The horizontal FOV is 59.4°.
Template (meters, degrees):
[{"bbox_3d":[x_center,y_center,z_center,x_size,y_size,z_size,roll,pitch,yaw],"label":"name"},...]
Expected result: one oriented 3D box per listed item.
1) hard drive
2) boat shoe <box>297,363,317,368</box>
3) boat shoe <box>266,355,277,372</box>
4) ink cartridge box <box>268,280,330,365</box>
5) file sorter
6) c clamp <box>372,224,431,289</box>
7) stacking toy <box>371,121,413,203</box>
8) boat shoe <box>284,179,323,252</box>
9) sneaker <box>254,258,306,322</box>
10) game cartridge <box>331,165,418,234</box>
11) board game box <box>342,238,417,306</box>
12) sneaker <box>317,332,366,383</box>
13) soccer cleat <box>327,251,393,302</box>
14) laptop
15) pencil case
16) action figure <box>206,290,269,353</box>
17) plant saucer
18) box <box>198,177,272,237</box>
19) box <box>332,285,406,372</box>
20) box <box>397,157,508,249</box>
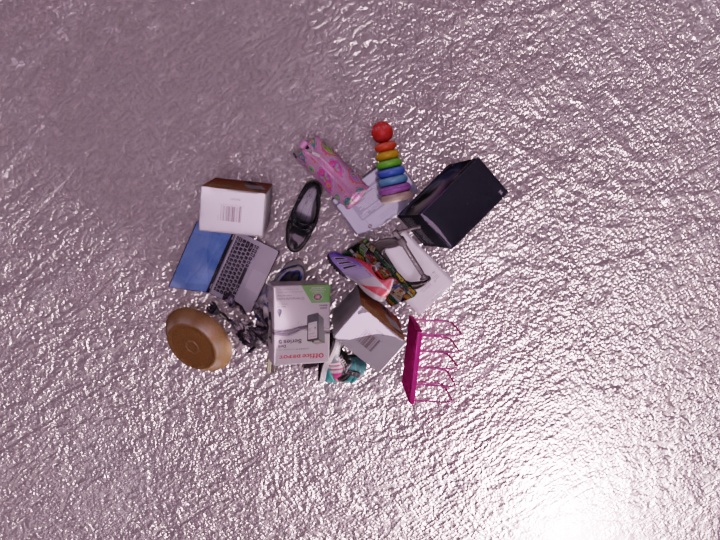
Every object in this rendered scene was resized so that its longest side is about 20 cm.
[{"bbox_3d":[0.137,0.005,1.695,0.132,0.027,0.200,-44,103,7],"label":"hard drive"},{"bbox_3d":[-0.127,0.170,1.699,0.057,0.067,0.200,7,108,-22],"label":"boat shoe"},{"bbox_3d":[-0.201,0.186,1.688,0.065,0.073,0.200,17,101,-3],"label":"boat shoe"},{"bbox_3d":[-0.154,0.130,1.579,0.145,0.084,0.200,-1,97,-17],"label":"ink cartridge box"},{"bbox_3d":[0.191,0.240,1.696,0.125,0.139,0.200,4,103,-6],"label":"file sorter"},{"bbox_3d":[0.114,-0.024,1.599,0.171,0.027,0.200,-4,129,38],"label":"c clamp"},{"bbox_3d":[0.073,-0.271,1.569,0.085,0.085,0.200,-12,98,-1],"label":"stacking toy"},{"bbox_3d":[-0.145,-0.135,1.621,0.074,0.066,0.199,24,100,-9],"label":"boat shoe"},{"bbox_3d":[-0.217,0.057,1.650,0.075,0.088,0.200,33,100,-12],"label":"sneaker"},{"bbox_3d":[0.043,-0.189,1.639,0.200,0.040,0.133,-35,99,4],"label":"game cartridge"},{"bbox_3d":[0.049,0.007,1.657,0.200,0.105,0.023,46,56,-12],"label":"board game box"},{"bbox_3d":[-0.041,0.238,1.680,0.121,0.084,0.200,6,140,-11],"label":"sneaker"},{"bbox_3d":[0.000,0.000,1.628,0.200,0.068,0.073,38,107,24],"label":"soccer cleat"},{"bbox_3d":[-0.344,-0.004,1.608,0.200,0.116,0.187,27,100,2],"label":"laptop"},{"bbox_3d":[-0.072,-0.245,1.572,0.087,0.087,0.200,-44,89,6],"label":"pencil case"},{"bbox_3d":[-0.290,0.131,1.622,0.119,0.102,0.200,-40,120,8],"label":"action figure"},{"bbox_3d":[-0.431,0.190,1.643,0.200,0.035,0.200,11,122,17],"label":"plant saucer"},{"bbox_3d":[-0.299,-0.157,1.536,0.152,0.200,0.106,5,104,-5],"label":"box"},{"bbox_3d":[0.019,0.145,1.621,0.152,0.200,0.106,39,99,-11],"label":"box"},{"bbox_3d":[0.222,-0.164,1.557,0.200,0.198,0.123,-45,103,-6],"label":"box"}]
